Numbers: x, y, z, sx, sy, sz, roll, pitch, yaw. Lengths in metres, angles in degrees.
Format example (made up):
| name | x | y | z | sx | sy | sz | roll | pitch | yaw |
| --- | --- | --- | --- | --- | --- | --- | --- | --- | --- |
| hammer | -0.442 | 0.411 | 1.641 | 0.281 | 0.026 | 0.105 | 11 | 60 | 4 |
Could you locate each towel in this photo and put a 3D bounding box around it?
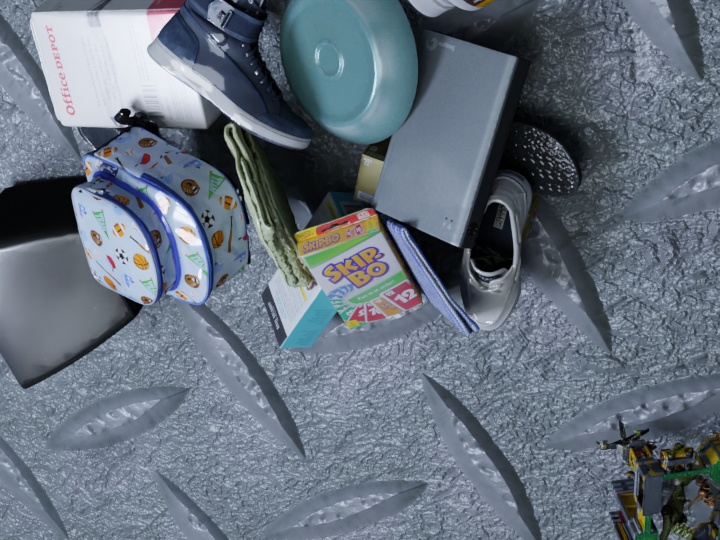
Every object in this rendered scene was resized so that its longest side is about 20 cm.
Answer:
| name | x | y | z | sx | sy | sz | roll | pitch | yaw |
| --- | --- | --- | --- | --- | --- | --- | --- | --- | --- |
| towel | -0.103 | -0.071 | 1.589 | 0.036 | 0.149 | 0.200 | -21 | 157 | 3 |
| towel | 0.069 | -0.006 | 1.585 | 0.024 | 0.200 | 0.145 | -36 | 103 | -2 |

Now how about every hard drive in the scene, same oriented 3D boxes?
| name | x | y | z | sx | sy | sz | roll | pitch | yaw |
| --- | --- | --- | --- | --- | --- | --- | --- | --- | --- |
| hard drive | 0.092 | -0.140 | 1.479 | 0.139 | 0.033 | 0.202 | 26 | 104 | 44 |

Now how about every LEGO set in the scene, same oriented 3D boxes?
| name | x | y | z | sx | sy | sz | roll | pitch | yaw |
| --- | --- | --- | --- | --- | --- | --- | --- | --- | --- |
| LEGO set | 0.365 | 0.256 | 1.683 | 0.152 | 0.116 | 0.201 | -14 | 123 | -2 |

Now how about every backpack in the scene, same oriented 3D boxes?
| name | x | y | z | sx | sy | sz | roll | pitch | yaw |
| --- | --- | --- | --- | --- | --- | --- | --- | --- | --- |
| backpack | -0.219 | -0.053 | 1.588 | 0.189 | 0.154 | 0.201 | 17 | 138 | 28 |

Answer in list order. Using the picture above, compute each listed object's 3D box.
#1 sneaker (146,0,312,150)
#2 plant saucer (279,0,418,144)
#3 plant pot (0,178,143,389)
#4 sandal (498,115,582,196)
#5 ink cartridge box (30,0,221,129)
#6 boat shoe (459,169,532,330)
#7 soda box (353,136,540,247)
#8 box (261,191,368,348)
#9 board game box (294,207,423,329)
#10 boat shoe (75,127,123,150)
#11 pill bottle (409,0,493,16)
| name | x | y | z | sx | sy | sz | roll | pitch | yaw |
| --- | --- | --- | --- | --- | --- | --- | --- | --- | --- |
| sneaker | -0.107 | -0.233 | 1.511 | 0.202 | 0.077 | 0.147 | 35 | 105 | -11 |
| plant saucer | -0.024 | -0.229 | 1.512 | 0.199 | 0.036 | 0.202 | 21 | 122 | 38 |
| plant pot | -0.364 | -0.006 | 1.777 | 0.176 | 0.200 | 0.201 | -19 | 113 | 20 |
| sandal | 0.156 | -0.144 | 1.534 | 0.199 | 0.048 | 0.076 | 27 | 131 | 22 |
| ink cartridge box | -0.260 | -0.246 | 1.626 | 0.198 | 0.083 | 0.148 | 4 | 123 | 22 |
| boat shoe | 0.142 | -0.009 | 1.523 | 0.071 | 0.066 | 0.201 | 20 | 128 | 11 |
| soda box | 0.098 | -0.086 | 1.579 | 0.198 | 0.068 | 0.064 | 22 | 128 | 11 |
| box | -0.048 | 0.002 | 1.688 | 0.200 | 0.049 | 0.083 | -54 | 47 | 41 |
| board game box | 0.000 | 0.000 | 1.604 | 0.095 | 0.030 | 0.200 | -19 | 145 | 9 |
| boat shoe | -0.272 | -0.126 | 1.727 | 0.200 | 0.062 | 0.075 | 43 | 130 | -5 |
| pill bottle | 0.131 | -0.326 | 1.376 | 0.199 | 0.109 | 0.110 | -26 | 109 | 35 |
